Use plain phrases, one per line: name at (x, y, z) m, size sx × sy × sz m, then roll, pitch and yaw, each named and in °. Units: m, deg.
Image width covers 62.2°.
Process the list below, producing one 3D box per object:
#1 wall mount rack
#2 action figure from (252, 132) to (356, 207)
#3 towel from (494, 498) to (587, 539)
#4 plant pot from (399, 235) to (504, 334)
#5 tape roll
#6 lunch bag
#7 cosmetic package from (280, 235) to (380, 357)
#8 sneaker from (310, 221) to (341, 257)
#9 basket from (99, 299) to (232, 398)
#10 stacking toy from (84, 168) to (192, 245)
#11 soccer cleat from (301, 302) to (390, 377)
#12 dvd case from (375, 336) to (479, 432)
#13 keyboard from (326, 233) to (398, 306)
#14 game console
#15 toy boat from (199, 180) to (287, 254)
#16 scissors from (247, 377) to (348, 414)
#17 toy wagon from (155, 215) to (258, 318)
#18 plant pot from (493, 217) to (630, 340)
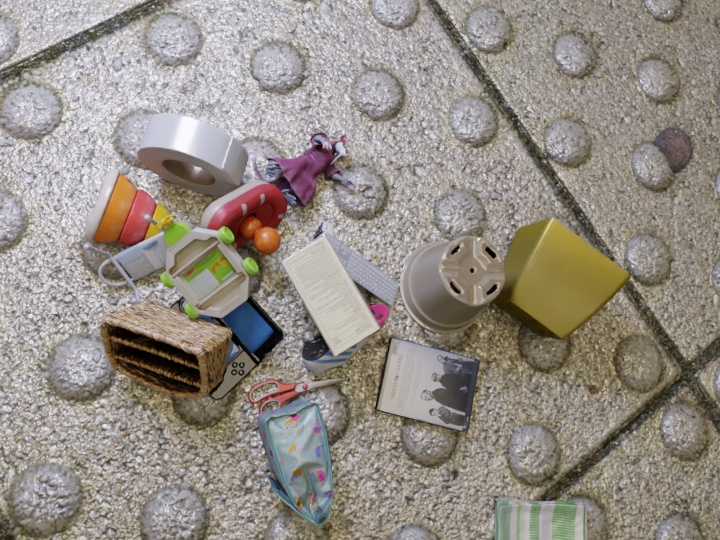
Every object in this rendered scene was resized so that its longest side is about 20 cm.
wall mount rack at (-0.403, -0.028, 1.098) m, size 0.198 × 0.175 × 0.075 m, roll -27°, pitch 42°, yaw -3°
action figure at (-0.101, -0.221, 1.257) m, size 0.148 × 0.135 × 0.200 m, roll 22°, pitch 53°, yaw 38°
towel at (0.366, 0.543, 1.205) m, size 0.197 × 0.023 × 0.155 m, roll 5°, pitch 78°, yaw -10°
plant pot at (0.195, 0.016, 1.201) m, size 0.197 × 0.184 × 0.204 m, roll 2°, pitch 77°, yaw -10°
tape roll at (-0.317, -0.217, 1.141) m, size 0.200 × 0.202 × 0.072 m, roll 17°, pitch 75°, yaw -7°
lunch bag at (-0.112, 0.345, 1.076) m, size 0.120 × 0.170 × 0.203 m, roll -15°, pitch 85°, yaw -17°
cosmetic package at (-0.056, 0.049, 1.113) m, size 0.103 × 0.073 × 0.202 m, roll -29°, pitch 85°, yaw -6°
sneaker at (-0.058, 0.001, 1.220) m, size 0.080 × 0.075 × 0.203 m, roll 1°, pitch 80°, yaw -25°
basket at (-0.350, 0.155, 1.057) m, size 0.197 × 0.149 × 0.145 m, roll 18°, pitch 101°, yaw 5°
stacking toy at (-0.416, -0.094, 1.155) m, size 0.198 × 0.146 × 0.148 m, roll 23°, pitch 74°, yaw -25°
soccer cleat at (-0.025, 0.138, 1.190) m, size 0.198 × 0.087 × 0.070 m, roll -30°, pitch 42°, yaw -10°
dvd case at (0.140, 0.234, 1.226) m, size 0.197 × 0.025 × 0.152 m, roll 15°, pitch 76°, yaw -7°
keyboard at (0.000, 0.000, 1.215) m, size 0.199 × 0.011 × 0.057 m, roll 35°, pitch 61°, yaw -24°
game console at (-0.273, 0.114, 1.124) m, size 0.176 × 0.116 × 0.200 m, roll -42°, pitch 88°, yaw -16°
toy boat at (-0.207, -0.081, 1.145) m, size 0.130 × 0.131 × 0.200 m, roll 37°, pitch 44°, yaw 11°
scissors at (-0.123, 0.227, 1.181) m, size 0.198 × 0.014 × 0.074 m, roll -24°, pitch 83°, yaw -14°
toy wagon at (-0.282, -0.014, 1.060) m, size 0.154 × 0.040 × 0.201 m, roll -34°, pitch 101°, yaw 14°
plant pot at (0.391, 0.031, 1.239) m, size 0.199 × 0.200 × 0.177 m, roll 35°, pitch 85°, yaw -2°
